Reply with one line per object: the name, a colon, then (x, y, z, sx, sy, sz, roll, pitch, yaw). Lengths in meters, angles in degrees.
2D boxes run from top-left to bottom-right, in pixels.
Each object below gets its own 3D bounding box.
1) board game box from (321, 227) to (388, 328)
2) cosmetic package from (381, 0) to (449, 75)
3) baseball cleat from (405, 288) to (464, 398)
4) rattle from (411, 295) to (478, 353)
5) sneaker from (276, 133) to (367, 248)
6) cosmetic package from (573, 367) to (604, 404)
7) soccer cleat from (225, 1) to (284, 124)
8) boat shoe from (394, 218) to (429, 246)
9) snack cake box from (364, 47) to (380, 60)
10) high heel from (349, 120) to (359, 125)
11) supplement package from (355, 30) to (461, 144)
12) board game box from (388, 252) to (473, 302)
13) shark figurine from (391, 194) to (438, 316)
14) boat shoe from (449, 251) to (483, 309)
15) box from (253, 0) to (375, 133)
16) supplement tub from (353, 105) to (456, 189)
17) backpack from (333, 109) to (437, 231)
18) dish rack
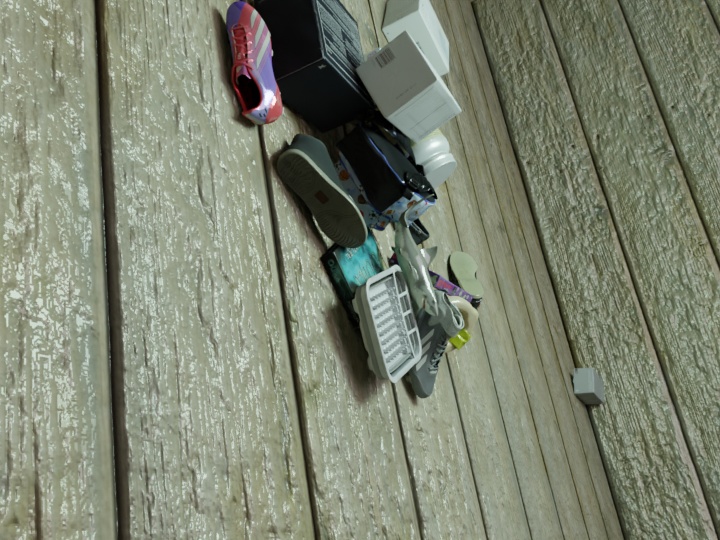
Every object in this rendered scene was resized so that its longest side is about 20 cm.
board game box: (0.000, 0.000, 1.280, 0.136, 0.028, 0.200, 65, 23, -13)
cosmetic package: (0.164, -0.673, 2.097, 0.200, 0.122, 0.201, 55, 25, -33)
baseball cleat: (0.136, 0.135, 1.333, 0.069, 0.105, 0.203, -4, 91, -55)
rattle: (0.132, 0.081, 1.485, 0.198, 0.131, 0.144, 10, 38, -30)
sneaker: (-0.049, -0.136, 1.198, 0.201, 0.074, 0.107, 52, 27, -21)
cosmetic package: (0.925, 0.470, 2.956, 0.200, 0.089, 0.108, 38, 50, -56)
soccer cleat: (-0.170, -0.319, 1.107, 0.076, 0.066, 0.203, -6, 80, -63)
boat shoe: (0.091, -0.145, 1.562, 0.201, 0.065, 0.074, 67, 24, -7)
snack cake box: (0.062, -0.401, 1.706, 0.201, 0.067, 0.116, 53, 29, -37)
high heel: (-0.012, -0.364, 1.489, 0.142, 0.071, 0.202, 15, 50, -57)
supplement package: (0.092, -0.324, 1.321, 0.110, 0.113, 0.200, 60, 15, 13)
board game box: (0.150, 0.019, 1.517, 0.120, 0.033, 0.200, 34, 3, 30)
shark figurine: (0.103, -0.040, 1.304, 0.128, 0.089, 0.217, 35, -37, 58)
boat shoe: (0.259, 0.024, 1.828, 0.202, 0.073, 0.064, -97, -165, -53)
box: (-0.081, -0.383, 1.282, 0.200, 0.122, 0.201, 30, 45, -60)
supplement tub: (0.092, -0.261, 1.495, 0.201, 0.145, 0.145, 55, 19, 13)
backpack: (0.048, -0.161, 1.336, 0.190, 0.154, 0.201, 12, 46, -54)
dish rack: (0.043, 0.088, 1.222, 0.200, 0.043, 0.174, -24, 101, -69)
